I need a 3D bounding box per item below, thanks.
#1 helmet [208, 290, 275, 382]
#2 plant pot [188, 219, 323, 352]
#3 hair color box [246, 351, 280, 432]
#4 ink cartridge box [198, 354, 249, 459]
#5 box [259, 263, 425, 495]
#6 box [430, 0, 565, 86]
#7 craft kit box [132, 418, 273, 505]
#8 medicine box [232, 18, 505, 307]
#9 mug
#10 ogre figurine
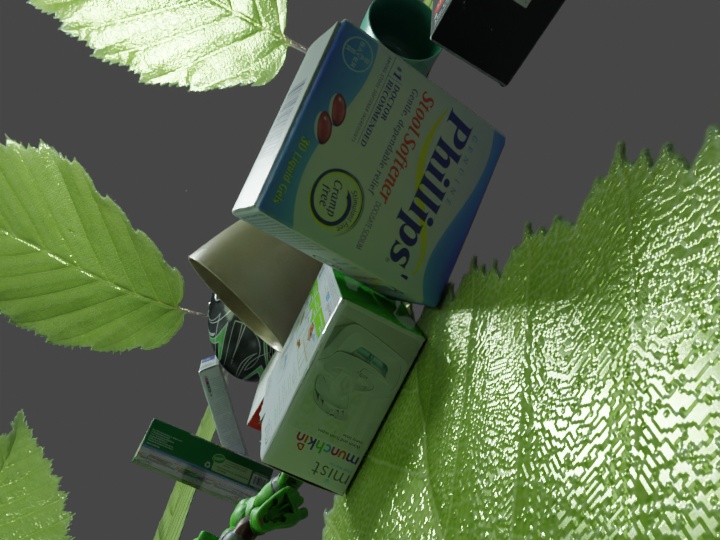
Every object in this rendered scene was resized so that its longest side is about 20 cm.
[{"bbox_3d":[-0.180,0.098,1.125,0.190,0.198,0.203,19,83,61],"label":"helmet"},{"bbox_3d":[-0.107,-0.022,0.890,0.201,0.187,0.187,-48,7,-16],"label":"plant pot"},{"bbox_3d":[-0.104,0.152,0.981,0.202,0.063,0.112,-59,13,32],"label":"hair color box"},{"bbox_3d":[-0.248,0.263,1.148,0.196,0.042,0.204,167,88,-76],"label":"ink cartridge box"},{"bbox_3d":[-0.030,0.099,0.674,0.179,0.095,0.200,-64,12,7],"label":"box"},{"bbox_3d":[0.167,-0.339,0.679,0.201,0.103,0.184,-56,13,34],"label":"box"},{"bbox_3d":[-0.255,0.310,0.998,0.198,0.197,0.049,-46,21,54],"label":"craft kit box"},{"bbox_3d":[0.010,-0.092,0.599,0.185,0.198,0.103,-66,22,-7],"label":"medicine box"},{"bbox_3d":[0.080,-0.412,1.172,0.115,0.181,0.155,132,136,-60],"label":"mug"},{"bbox_3d":[-0.125,0.306,0.681,0.119,0.097,0.204,-35,41,45],"label":"ogre figurine"}]
